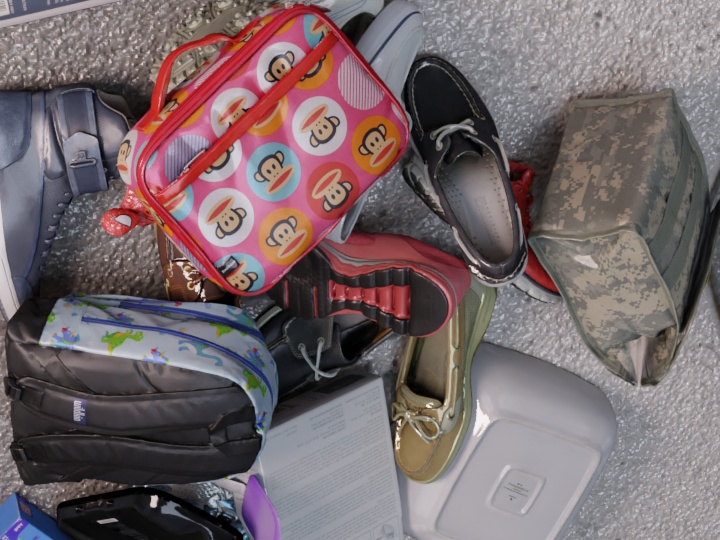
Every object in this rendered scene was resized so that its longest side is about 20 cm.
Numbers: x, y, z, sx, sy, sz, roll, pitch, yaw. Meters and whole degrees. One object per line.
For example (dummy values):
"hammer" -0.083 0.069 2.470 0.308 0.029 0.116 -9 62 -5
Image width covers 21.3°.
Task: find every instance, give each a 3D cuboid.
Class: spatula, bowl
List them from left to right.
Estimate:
"spatula" -0.126 0.164 1.588 0.020 0.200 0.057 -24 142 -39
"bowl" 0.131 0.183 1.740 0.199 0.075 0.201 21 108 -27

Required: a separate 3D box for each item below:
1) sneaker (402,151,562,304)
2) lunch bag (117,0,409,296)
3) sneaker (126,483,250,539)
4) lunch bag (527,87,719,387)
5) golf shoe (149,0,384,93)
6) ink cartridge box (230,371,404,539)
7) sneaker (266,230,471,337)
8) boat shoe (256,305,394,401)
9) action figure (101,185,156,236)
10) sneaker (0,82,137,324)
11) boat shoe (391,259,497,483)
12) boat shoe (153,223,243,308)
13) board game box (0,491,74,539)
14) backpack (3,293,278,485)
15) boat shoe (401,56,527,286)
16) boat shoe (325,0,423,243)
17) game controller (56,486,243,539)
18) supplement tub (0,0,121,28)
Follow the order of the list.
"sneaker" 0.125 -0.048 1.626 0.085 0.077 0.200 -46 120 2
"lunch bag" -0.079 -0.102 1.430 0.200 0.082 0.176 -45 113 -9
"sneaker" -0.105 0.211 1.654 0.198 0.087 0.078 7 153 -20
"lunch bag" 0.238 -0.022 1.613 0.117 0.165 0.201 -3 137 31
"golf shoe" -0.067 -0.182 1.499 0.199 0.078 0.098 -34 126 1
"ink cartridge box" -0.034 0.207 1.646 0.159 0.047 0.202 -22 110 -44
"sneaker" 0.000 0.000 1.580 0.198 0.087 0.074 16 118 24
"boat shoe" -0.036 0.060 1.630 0.199 0.068 0.072 -34 122 2
"action figure" -0.118 -0.075 1.502 0.199 0.052 0.066 -27 151 -27
"sneaker" -0.230 -0.050 1.507 0.145 0.077 0.204 -10 117 -11
"boat shoe" 0.062 0.088 1.655 0.063 0.073 0.203 3 109 -48
"boat shoe" -0.127 0.010 1.575 0.070 0.070 0.202 -11 117 -11
"board game box" -0.279 0.308 1.684 0.152 0.045 0.200 -46 120 7
"backpack" -0.164 0.095 1.509 0.198 0.154 0.165 9 123 16
"boat shoe" 0.083 -0.085 1.541 0.073 0.060 0.202 -16 79 2
"boat shoe" 0.011 -0.116 1.538 0.201 0.066 0.073 -63 161 11
"game controller" -0.180 0.215 1.601 0.104 0.199 0.042 40 60 -20
"supplement tub" -0.228 -0.253 1.371 0.198 0.141 0.142 -15 119 -11
